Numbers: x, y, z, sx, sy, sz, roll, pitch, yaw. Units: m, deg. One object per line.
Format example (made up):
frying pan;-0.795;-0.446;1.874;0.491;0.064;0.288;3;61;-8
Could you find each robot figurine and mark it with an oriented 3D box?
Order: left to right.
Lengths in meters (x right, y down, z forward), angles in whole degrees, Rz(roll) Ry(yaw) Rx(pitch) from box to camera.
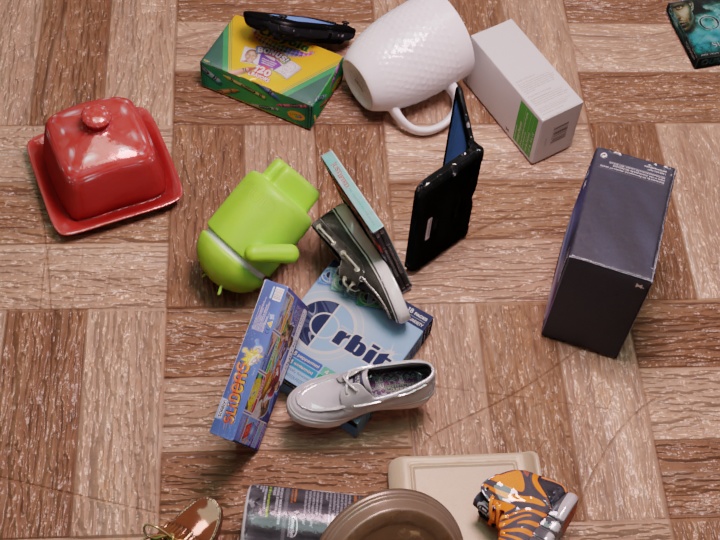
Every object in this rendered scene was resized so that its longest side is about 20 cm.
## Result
robot figurine;-0.148;-0.056;1.737;0.200;0.115;0.175;-50;28;0

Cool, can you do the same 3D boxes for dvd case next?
dvd case;0.010;-0.065;1.731;0.022;0.200;0.147;-32;61;-3

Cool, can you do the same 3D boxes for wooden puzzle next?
wooden puzzle;0.139;0.323;1.579;0.197;0.037;0.187;-4;57;-1

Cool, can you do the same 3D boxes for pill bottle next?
pill bottle;-0.044;0.323;1.517;0.197;0.107;0.107;6;55;0

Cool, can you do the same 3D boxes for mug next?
mug;0.079;-0.309;1.945;0.174;0.148;0.201;-31;93;-14

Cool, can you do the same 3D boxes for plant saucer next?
plant saucer;0.037;0.357;1.467;0.198;0.202;0.029;-18;16;-16

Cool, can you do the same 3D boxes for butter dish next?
butter dish;-0.377;-0.181;1.808;0.198;0.148;0.201;-18;60;-16

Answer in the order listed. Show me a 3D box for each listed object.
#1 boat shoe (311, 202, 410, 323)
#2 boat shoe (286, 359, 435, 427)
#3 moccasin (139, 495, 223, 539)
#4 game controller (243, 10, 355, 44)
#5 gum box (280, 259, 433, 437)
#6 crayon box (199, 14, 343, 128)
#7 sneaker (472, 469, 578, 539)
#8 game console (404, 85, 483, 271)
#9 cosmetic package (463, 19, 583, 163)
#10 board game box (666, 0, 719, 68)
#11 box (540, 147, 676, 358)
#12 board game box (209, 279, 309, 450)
boat shoe;0.000;0.000;1.714;0.063;0.071;0.201;-30;63;-6
boat shoe;0.003;0.153;1.605;0.197;0.069;0.073;-3;57;-7
moccasin;-0.241;0.350;1.501;0.073;0.078;0.201;39;62;20
game controller;-0.096;-0.390;1.973;0.104;0.043;0.199;30;21;28
gum box;-0.022;0.103;1.705;0.169;0.045;0.201;29;60;15
crayon box;-0.139;-0.316;1.970;0.198;0.059;0.119;23;57;11
sneaker;0.175;0.327;1.517;0.111;0.078;0.200;27;51;21
game console;0.105;-0.128;1.777;0.175;0.201;0.116;-35;64;-24
cosmetic package;0.252;-0.282;1.949;0.084;0.108;0.201;-26;60;-19
board game box;0.634;-0.414;2.113;0.198;0.028;0.136;-11;58;-11
box;0.341;-0.024;1.724;0.122;0.201;0.200;16;56;6
board game box;-0.126;0.124;1.587;0.034;0.135;0.202;17;80;13
